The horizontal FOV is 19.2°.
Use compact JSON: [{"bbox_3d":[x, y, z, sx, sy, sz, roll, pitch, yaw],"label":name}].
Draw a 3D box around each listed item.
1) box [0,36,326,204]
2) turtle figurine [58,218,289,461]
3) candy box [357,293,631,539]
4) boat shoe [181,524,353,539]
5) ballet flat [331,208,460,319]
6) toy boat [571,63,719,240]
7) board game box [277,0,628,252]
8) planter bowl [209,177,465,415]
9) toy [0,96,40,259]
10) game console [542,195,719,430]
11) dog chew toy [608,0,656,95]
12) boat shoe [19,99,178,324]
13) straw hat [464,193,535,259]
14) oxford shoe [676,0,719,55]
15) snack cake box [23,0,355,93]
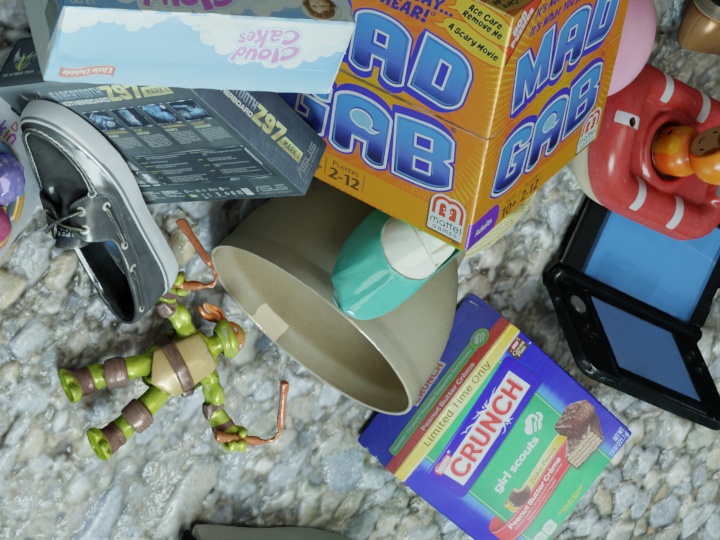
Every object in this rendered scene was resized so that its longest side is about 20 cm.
[{"bbox_3d":[-0.146,-0.112,1.536,0.158,0.200,0.051,41,60,-37],"label":"box"},{"bbox_3d":[-0.156,0.070,1.692,0.161,0.064,0.201,-27,109,-15],"label":"turtle figurine"},{"bbox_3d":[0.121,0.147,1.890,0.169,0.077,0.200,-52,126,-3],"label":"candy box"},{"bbox_3d":[-0.075,0.276,1.832,0.199,0.075,0.093,11,111,-27],"label":"boat shoe"},{"bbox_3d":[0.055,-0.036,1.587,0.200,0.070,0.067,-40,99,-39],"label":"ballet flat"},{"bbox_3d":[0.277,-0.103,1.834,0.200,0.130,0.131,20,81,-40],"label":"toy boat"},{"bbox_3d":[0.061,-0.176,1.556,0.200,0.200,0.200,-39,148,-45],"label":"board game box"},{"bbox_3d":[0.000,0.000,1.687,0.135,0.200,0.200,-50,128,-17],"label":"planter bowl"},{"bbox_3d":[-0.290,-0.038,1.553,0.200,0.047,0.115,-55,132,-9],"label":"toy"},{"bbox_3d":[0.274,0.025,1.916,0.200,0.176,0.116,23,125,-36],"label":"game console"},{"bbox_3d":[0.140,-0.209,1.731,0.199,0.125,0.125,10,104,-26],"label":"dog chew toy"},{"bbox_3d":[-0.203,-0.037,1.577,0.066,0.070,0.200,-60,143,-31],"label":"boat shoe"},{"bbox_3d":[0.096,-0.078,1.774,0.200,0.085,0.202,-13,117,-28],"label":"straw hat"},{"bbox_3d":[0.362,-0.222,1.907,0.199,0.071,0.071,0,138,-32],"label":"oxford shoe"},{"bbox_3d":[-0.116,-0.181,1.389,0.199,0.115,0.067,0,138,-24],"label":"snack cake box"}]
